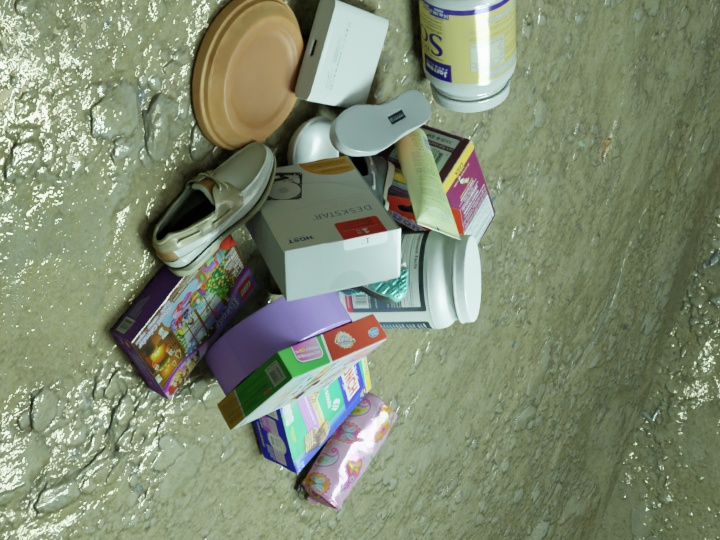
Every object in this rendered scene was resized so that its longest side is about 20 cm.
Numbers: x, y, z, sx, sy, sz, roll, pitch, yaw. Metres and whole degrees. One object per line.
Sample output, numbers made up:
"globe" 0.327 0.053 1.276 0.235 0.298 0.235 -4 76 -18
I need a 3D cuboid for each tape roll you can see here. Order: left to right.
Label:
"tape roll" -0.110 0.096 1.697 0.199 0.066 0.200 -32 169 -7

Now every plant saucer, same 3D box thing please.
"plant saucer" -0.131 -0.245 1.571 0.200 0.037 0.202 -38 139 -41

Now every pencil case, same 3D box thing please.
"pencil case" -0.020 0.298 2.071 0.201 0.087 0.088 -58 149 -15

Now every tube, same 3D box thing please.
"tube" 0.090 -0.124 1.801 0.057 0.201 0.052 -14 137 -2

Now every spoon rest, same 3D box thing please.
"spoon rest" -0.061 -0.120 1.744 0.099 0.060 0.202 -38 140 -40

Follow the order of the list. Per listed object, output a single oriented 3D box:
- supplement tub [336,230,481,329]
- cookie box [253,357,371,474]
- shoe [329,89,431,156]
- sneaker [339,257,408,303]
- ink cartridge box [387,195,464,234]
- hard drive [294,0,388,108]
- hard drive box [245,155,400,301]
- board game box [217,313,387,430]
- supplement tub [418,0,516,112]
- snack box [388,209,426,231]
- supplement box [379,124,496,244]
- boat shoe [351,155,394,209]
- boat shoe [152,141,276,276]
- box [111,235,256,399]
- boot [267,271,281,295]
"supplement tub" 0.066 0.014 1.810 0.140 0.197 0.143 -1 90 -74
"cookie box" -0.075 0.175 1.901 0.200 0.075 0.173 -47 144 -33
"shoe" 0.011 -0.193 1.766 0.199 0.091 0.072 -29 89 -44
"sneaker" 0.000 0.000 1.679 0.077 0.200 0.092 -31 132 -21
"ink cartridge box" 0.089 -0.024 1.949 0.057 0.161 0.201 -63 152 -30
"hard drive" -0.023 -0.288 1.689 0.200 0.026 0.134 -10 118 -69
"hard drive box" -0.053 -0.058 1.609 0.154 0.200 0.078 -12 126 -17
"board game box" -0.076 0.135 1.678 0.199 0.041 0.153 -19 163 -50
"supplement tub" 0.160 -0.353 1.862 0.145 0.144 0.202 -43 142 -35
"snack box" 0.071 -0.036 1.885 0.072 0.198 0.024 -55 -168 32
"supplement box" 0.120 -0.126 1.963 0.104 0.130 0.201 -56 149 -20
"boat shoe" 0.002 -0.103 1.786 0.073 0.061 0.201 -45 -161 35
"boat shoe" -0.179 -0.087 1.556 0.201 0.074 0.069 -54 147 -15
"box" -0.222 0.048 1.614 0.201 0.039 0.137 -54 148 -23
"boot" -0.074 0.008 1.814 0.200 0.074 0.075 2 79 -71
